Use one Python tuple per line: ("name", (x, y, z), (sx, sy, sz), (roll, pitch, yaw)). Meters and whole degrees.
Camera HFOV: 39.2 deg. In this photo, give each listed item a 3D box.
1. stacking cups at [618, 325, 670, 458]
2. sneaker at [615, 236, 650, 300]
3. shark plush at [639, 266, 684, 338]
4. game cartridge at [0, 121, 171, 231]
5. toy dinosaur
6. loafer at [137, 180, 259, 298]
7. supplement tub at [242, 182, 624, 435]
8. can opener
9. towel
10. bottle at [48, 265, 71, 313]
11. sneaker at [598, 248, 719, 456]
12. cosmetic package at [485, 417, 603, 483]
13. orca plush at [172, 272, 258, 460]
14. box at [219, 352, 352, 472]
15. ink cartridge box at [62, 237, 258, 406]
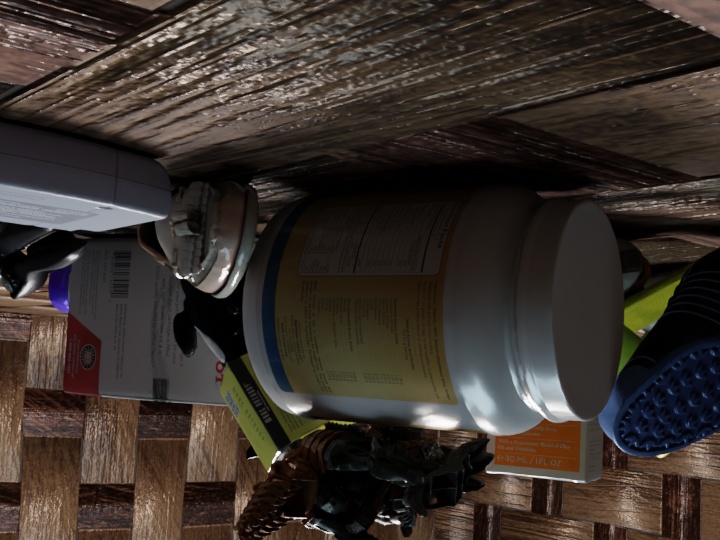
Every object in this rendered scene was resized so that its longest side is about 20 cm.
("stacking cups", (0.140, 0.042, 0.687), (0.199, 0.061, 0.061), (38, 180, 11))
("sneaker", (0.190, 0.012, 0.798), (0.079, 0.075, 0.200), (-11, 173, 15))
("shark plush", (0.310, 0.011, 0.930), (0.083, 0.091, 0.200), (-17, 167, -41))
("game cartridge", (-0.214, -0.054, 0.559), (0.199, 0.041, 0.133), (8, 176, -39))
("toy dinosaur", (-0.002, 0.139, 0.617), (0.135, 0.103, 0.200), (19, -146, 32))
("loafer", (-0.113, -0.022, 0.668), (0.062, 0.073, 0.200), (12, 175, -15))
("supplement tub", (0.044, 0.023, 0.611), (0.198, 0.146, 0.144), (0, 173, 32))
("can opener", (-0.273, -0.022, 0.845), (0.063, 0.079, 0.200), (45, 157, -14))
("towel", (0.205, 0.034, 0.750), (0.199, 0.018, 0.086), (-32, 161, 14))
("bottle", (-0.228, 0.018, 1.086), (0.198, 0.066, 0.084), (3, 173, 2))
("sneaker", (0.220, 0.039, 0.637), (0.199, 0.071, 0.078), (-32, -153, -12))
("cosmetic package", (0.183, 0.099, 0.984), (0.101, 0.202, 0.071), (0, 173, 26))
("orca plush", (-0.102, 0.046, 0.788), (0.104, 0.202, 0.071), (-13, 161, 4))
("box", (0.001, 0.063, 0.739), (0.199, 0.076, 0.050), (-27, 161, -25))
("ink cartridge box", (-0.168, 0.046, 0.934), (0.198, 0.148, 0.083), (1, 175, 26))
